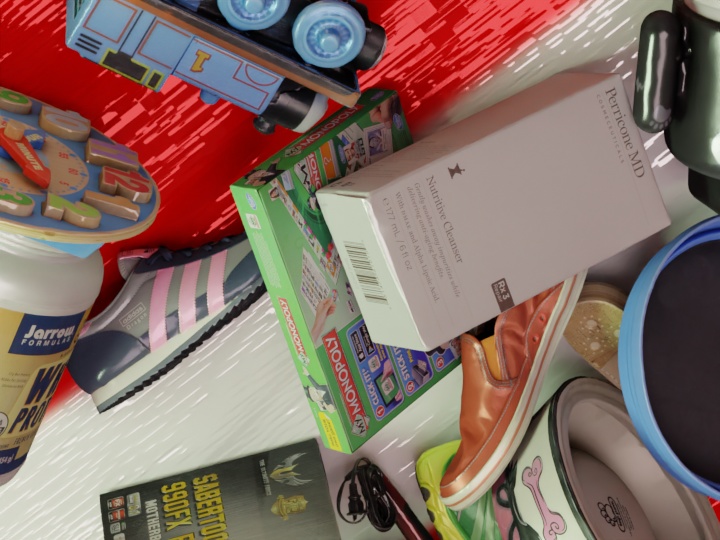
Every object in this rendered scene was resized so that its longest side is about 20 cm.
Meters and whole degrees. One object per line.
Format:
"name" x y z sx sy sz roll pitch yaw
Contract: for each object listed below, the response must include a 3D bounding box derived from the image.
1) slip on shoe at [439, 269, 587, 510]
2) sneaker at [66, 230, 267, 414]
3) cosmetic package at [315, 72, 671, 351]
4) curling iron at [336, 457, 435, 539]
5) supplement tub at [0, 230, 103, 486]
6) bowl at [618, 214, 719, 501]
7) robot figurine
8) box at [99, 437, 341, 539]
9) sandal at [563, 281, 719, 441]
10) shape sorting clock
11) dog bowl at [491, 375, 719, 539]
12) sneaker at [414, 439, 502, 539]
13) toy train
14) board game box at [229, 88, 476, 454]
"slip on shoe" 0.091 0.064 1.669 0.061 0.074 0.200 22 88 -11
"sneaker" -0.115 0.005 1.636 0.200 0.070 0.082 -38 86 -2
"cosmetic package" 0.086 -0.040 1.587 0.200 0.081 0.113 -28 105 -21
"curling iron" 0.049 0.215 1.744 0.026 0.050 0.200 -23 107 49
"supplement tub" -0.249 0.026 1.579 0.144 0.144 0.200 20 110 -16
"bowl" 0.259 0.061 1.673 0.201 0.039 0.201 4 81 -28
"robot figurine" 0.257 -0.132 1.597 0.125 0.150 0.200 13 118 24
"box" -0.087 0.199 1.651 0.158 0.200 0.048 -15 119 -1
"sandal" 0.216 0.094 1.707 0.212 0.070 0.078 36 130 -21
"shape sorting clock" -0.215 -0.072 1.508 0.200 0.200 0.039 20 112 -17
"dog bowl" 0.167 0.175 1.689 0.074 0.200 0.200 -33 116 27
"sneaker" 0.113 0.200 1.751 0.084 0.074 0.200 -27 115 9
"toy train" -0.085 -0.157 1.558 0.200 0.087 0.114 24 118 -20
"board game box" 0.000 0.000 1.627 0.135 0.029 0.200 -36 121 -33
